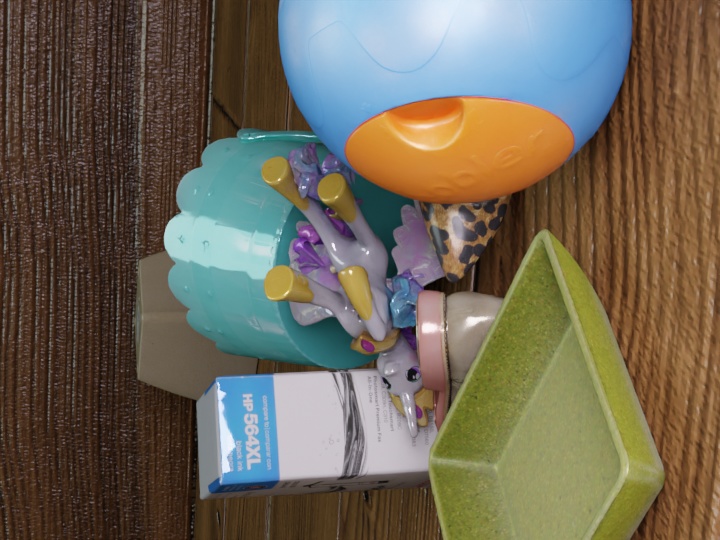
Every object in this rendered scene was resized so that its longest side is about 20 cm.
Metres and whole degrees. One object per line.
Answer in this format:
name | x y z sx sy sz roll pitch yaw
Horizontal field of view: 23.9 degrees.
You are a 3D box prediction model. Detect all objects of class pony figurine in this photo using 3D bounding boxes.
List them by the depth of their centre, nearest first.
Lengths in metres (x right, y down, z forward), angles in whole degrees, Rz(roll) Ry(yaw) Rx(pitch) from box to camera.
pony figurine | 0.000 0.000 1.220 0.200 0.165 0.194 51 -154 -46

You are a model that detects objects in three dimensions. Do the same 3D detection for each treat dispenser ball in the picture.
treat dispenser ball | 0.053 -0.139 0.959 0.201 0.199 0.203 -179 90 -79

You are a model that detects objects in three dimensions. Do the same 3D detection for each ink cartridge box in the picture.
ink cartridge box | -0.022 0.128 1.330 0.146 0.198 0.085 130 137 -73

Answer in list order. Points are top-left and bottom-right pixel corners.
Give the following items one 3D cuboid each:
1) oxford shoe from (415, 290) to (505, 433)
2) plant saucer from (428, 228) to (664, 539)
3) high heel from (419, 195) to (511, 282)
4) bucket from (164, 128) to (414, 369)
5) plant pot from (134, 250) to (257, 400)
oxford shoe | 0.083 0.069 1.144 0.200 0.073 0.071 64 -157 -69
plant saucer | 0.108 0.114 0.979 0.201 0.047 0.201 -103 29 -49
high heel | 0.080 -0.097 1.139 0.143 0.071 0.202 125 154 -81
bucket | -0.048 -0.016 1.431 0.134 0.206 0.209 12 103 45
plant pot | -0.252 0.075 2.581 0.201 0.175 0.201 -100 16 -48
